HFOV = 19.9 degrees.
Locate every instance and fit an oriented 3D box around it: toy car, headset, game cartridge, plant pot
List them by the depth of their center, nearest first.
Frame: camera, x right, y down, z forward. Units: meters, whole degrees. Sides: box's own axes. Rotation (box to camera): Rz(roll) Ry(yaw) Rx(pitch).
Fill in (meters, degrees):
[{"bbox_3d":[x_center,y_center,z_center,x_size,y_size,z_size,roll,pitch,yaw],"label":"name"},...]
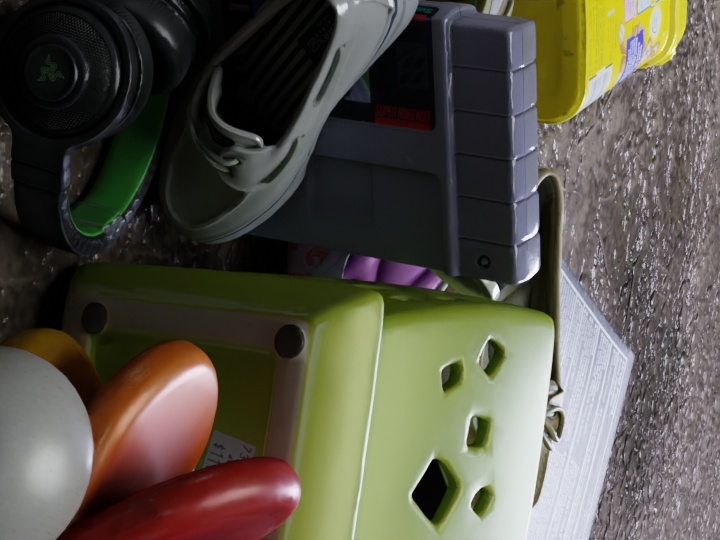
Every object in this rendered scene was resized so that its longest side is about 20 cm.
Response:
[{"bbox_3d":[-0.093,0.122,0.795,0.175,0.149,0.201,34,57,-72],"label":"toy car"},{"bbox_3d":[-0.125,-0.105,0.907,0.124,0.094,0.201,-53,157,-56],"label":"headset"},{"bbox_3d":[-0.044,0.095,0.971,0.181,0.198,0.201,15,82,-58],"label":"plant pot"},{"bbox_3d":[-0.007,-0.071,0.990,0.038,0.200,0.130,-34,126,-47],"label":"game cartridge"}]

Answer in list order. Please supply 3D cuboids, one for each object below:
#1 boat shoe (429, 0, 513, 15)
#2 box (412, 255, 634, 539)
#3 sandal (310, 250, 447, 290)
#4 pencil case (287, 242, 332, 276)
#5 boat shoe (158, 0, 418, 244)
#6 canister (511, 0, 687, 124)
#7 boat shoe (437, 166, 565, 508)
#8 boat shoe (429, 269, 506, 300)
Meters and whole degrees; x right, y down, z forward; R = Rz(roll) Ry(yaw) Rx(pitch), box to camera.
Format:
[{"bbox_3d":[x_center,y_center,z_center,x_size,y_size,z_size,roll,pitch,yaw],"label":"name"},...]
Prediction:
[{"bbox_3d":[0.059,-0.150,1.258,0.200,0.075,0.068,-65,144,-36],"label":"boat shoe"},{"bbox_3d":[0.073,0.102,1.295,0.198,0.123,0.201,46,57,-58],"label":"box"},{"bbox_3d":[0.005,0.027,1.096,0.082,0.050,0.203,27,91,-20],"label":"sandal"},{"bbox_3d":[0.000,0.000,1.158,0.087,0.087,0.201,-14,110,-64],"label":"pencil case"},{"bbox_3d":[-0.052,-0.079,0.955,0.067,0.074,0.200,-31,163,-50],"label":"boat shoe"},{"bbox_3d":[0.158,-0.197,1.446,0.200,0.086,0.149,-36,128,-56],"label":"canister"},{"bbox_3d":[0.085,0.043,1.149,0.073,0.063,0.201,14,72,-34],"label":"boat shoe"},{"bbox_3d":[0.021,-0.070,1.057,0.066,0.199,0.075,-37,155,-13],"label":"boat shoe"}]
